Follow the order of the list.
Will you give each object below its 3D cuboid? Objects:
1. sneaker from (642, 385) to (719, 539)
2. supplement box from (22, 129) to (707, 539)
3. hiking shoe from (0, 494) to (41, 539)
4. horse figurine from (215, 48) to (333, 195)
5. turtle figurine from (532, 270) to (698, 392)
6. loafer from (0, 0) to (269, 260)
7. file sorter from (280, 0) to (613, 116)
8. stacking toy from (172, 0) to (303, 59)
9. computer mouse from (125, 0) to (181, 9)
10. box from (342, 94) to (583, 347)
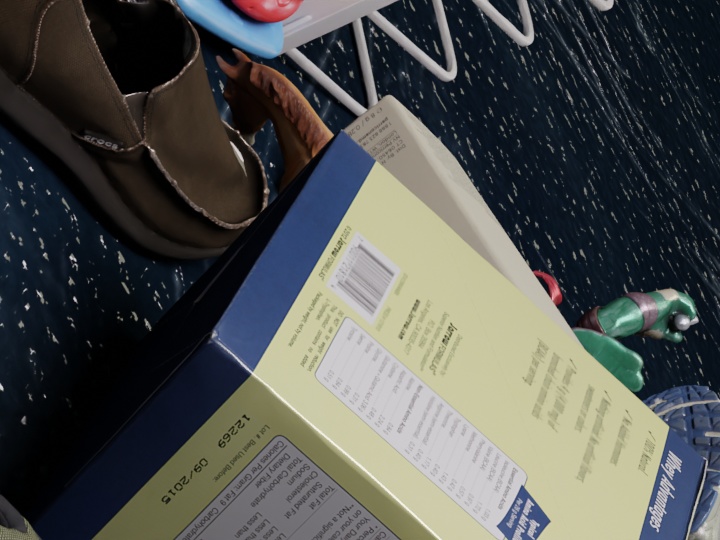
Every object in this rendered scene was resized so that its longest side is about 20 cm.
[{"bbox_3d":[0.177,0.156,1.631,0.085,0.077,0.201,57,29,-47],"label":"sneaker"},{"bbox_3d":[0.004,0.090,1.123,0.200,0.134,0.200,42,27,-6],"label":"supplement box"},{"bbox_3d":[-0.143,0.122,0.936,0.101,0.076,0.200,55,14,-5],"label":"hiking shoe"},{"bbox_3d":[0.000,0.000,1.295,0.200,0.050,0.133,-130,-149,-50],"label":"horse figurine"},{"bbox_3d":[0.099,0.069,1.493,0.200,0.100,0.150,-11,122,-83],"label":"turtle figurine"},{"bbox_3d":[-0.090,-0.069,1.227,0.200,0.071,0.073,38,35,-49],"label":"loafer"},{"bbox_3d":[0.051,-0.183,1.494,0.124,0.199,0.139,35,37,-55],"label":"file sorter"},{"bbox_3d":[-0.002,-0.191,1.378,0.110,0.199,0.117,21,48,-60],"label":"stacking toy"},{"bbox_3d":[-0.121,-0.169,1.323,0.059,0.034,0.201,-35,107,-59],"label":"computer mouse"},{"bbox_3d":[0.048,0.020,1.376,0.082,0.068,0.200,41,15,-53],"label":"box"}]
